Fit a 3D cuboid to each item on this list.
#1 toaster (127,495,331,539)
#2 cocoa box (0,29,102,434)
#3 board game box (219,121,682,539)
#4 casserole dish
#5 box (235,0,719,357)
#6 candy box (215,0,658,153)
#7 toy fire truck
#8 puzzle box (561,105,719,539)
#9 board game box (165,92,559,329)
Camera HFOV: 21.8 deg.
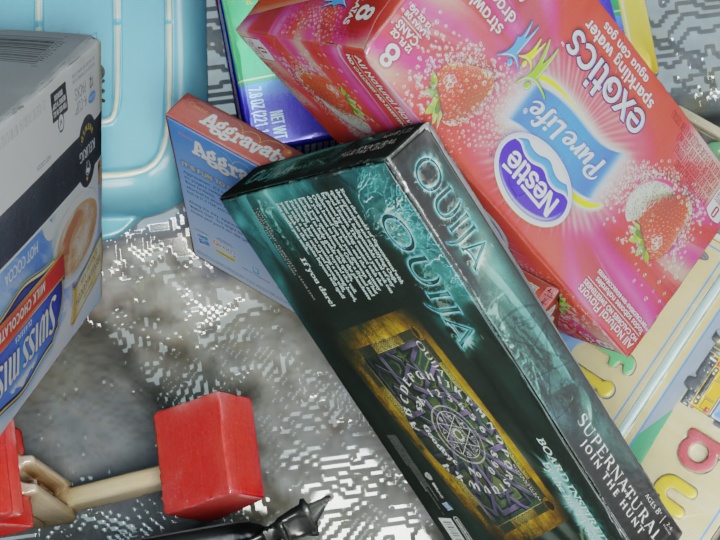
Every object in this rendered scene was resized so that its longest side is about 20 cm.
[{"bbox_3d":[-0.096,0.206,0.837,0.198,0.119,0.183,-10,86,-3],"label":"toaster"},{"bbox_3d":[-0.197,-0.016,0.791,0.132,0.200,0.132,4,112,8],"label":"cocoa box"},{"bbox_3d":[0.035,0.037,0.772,0.028,0.135,0.201,-41,107,-29],"label":"board game box"},{"bbox_3d":[-0.135,-0.116,0.908,0.120,0.039,0.202,-1,85,-2],"label":"casserole dish"},{"bbox_3d":[0.057,-0.066,0.785,0.096,0.099,0.200,-53,124,-13],"label":"box"},{"bbox_3d":[0.028,-0.148,0.899,0.198,0.077,0.171,-11,85,-5],"label":"candy box"},{"bbox_3d":[-0.159,0.101,0.853,0.199,0.141,0.049,-21,69,34],"label":"toy fire truck"},{"bbox_3d":[0.146,0.040,0.849,0.133,0.025,0.201,32,84,21],"label":"puzzle box"},{"bbox_3d":[0.000,0.000,0.837,0.199,0.103,0.019,29,61,23],"label":"board game box"}]
